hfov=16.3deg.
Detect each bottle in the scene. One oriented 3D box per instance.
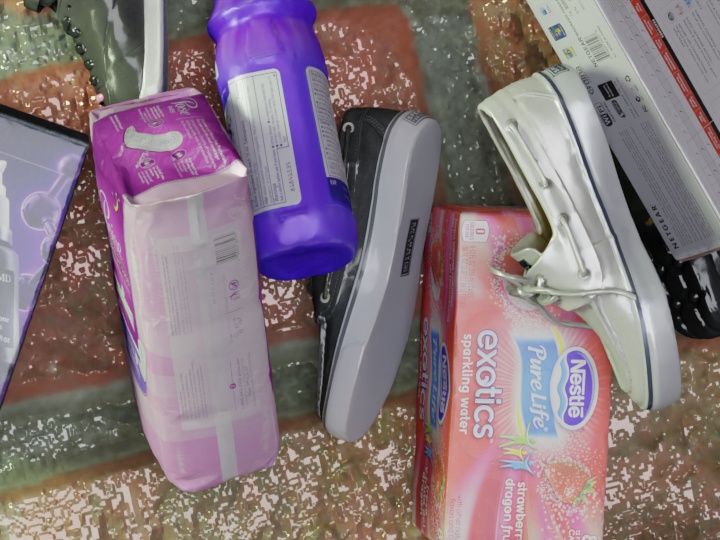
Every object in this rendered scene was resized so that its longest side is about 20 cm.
[{"bbox_3d":[-0.049,-0.098,1.455,0.065,0.084,0.201,-11,76,2],"label":"bottle"}]

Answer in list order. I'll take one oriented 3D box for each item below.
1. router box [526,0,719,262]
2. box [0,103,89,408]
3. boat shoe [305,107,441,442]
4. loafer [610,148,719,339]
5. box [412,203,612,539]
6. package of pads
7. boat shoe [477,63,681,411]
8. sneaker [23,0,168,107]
[{"bbox_3d":[0.202,-0.136,1.480,0.179,0.049,0.200,-37,100,-38],"label":"router box"},{"bbox_3d":[-0.254,-0.007,1.434,0.147,0.104,0.201,18,92,-9],"label":"box"},{"bbox_3d":[0.000,0.000,1.501,0.056,0.069,0.201,14,94,22],"label":"boat shoe"},{"bbox_3d":[0.192,-0.058,1.526,0.070,0.068,0.201,-24,93,-36],"label":"loafer"},{"bbox_3d":[0.092,0.063,1.498,0.102,0.095,0.201,3,94,-11],"label":"box"},{"bbox_3d":[-0.098,0.011,1.416,0.075,0.121,0.201,-14,123,-13],"label":"package of pads"},{"bbox_3d":[0.112,-0.008,1.411,0.086,0.075,0.203,-20,95,-9],"label":"boat shoe"},{"bbox_3d":[-0.162,-0.142,1.460,0.099,0.071,0.201,-2,93,-3],"label":"sneaker"}]
